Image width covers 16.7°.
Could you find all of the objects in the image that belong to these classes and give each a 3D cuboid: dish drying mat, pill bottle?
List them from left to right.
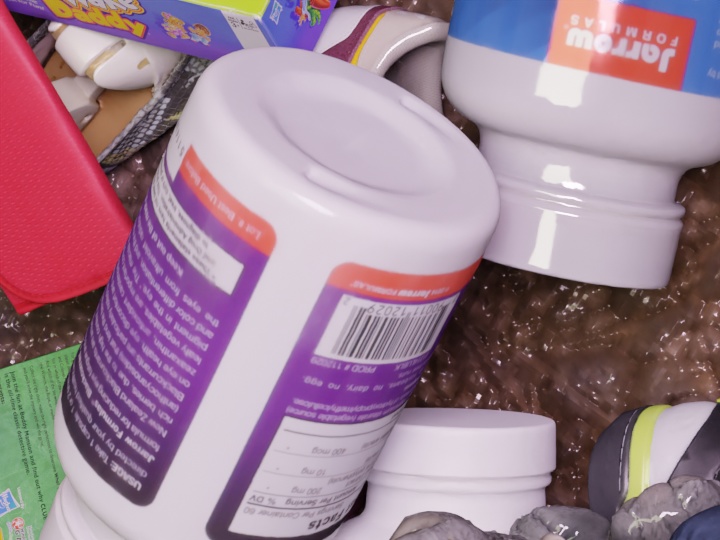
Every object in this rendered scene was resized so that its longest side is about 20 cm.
[{"bbox_3d":[-0.158,-0.076,0.950,0.076,0.018,0.201,-20,106,34],"label":"dish drying mat"},{"bbox_3d":[-0.040,0.034,0.847,0.111,0.111,0.201,39,120,21],"label":"pill bottle"},{"bbox_3d":[0.033,0.154,0.902,0.104,0.104,0.202,3,93,28],"label":"pill bottle"},{"bbox_3d":[0.090,-0.100,0.859,0.112,0.112,0.202,14,98,27],"label":"pill bottle"}]

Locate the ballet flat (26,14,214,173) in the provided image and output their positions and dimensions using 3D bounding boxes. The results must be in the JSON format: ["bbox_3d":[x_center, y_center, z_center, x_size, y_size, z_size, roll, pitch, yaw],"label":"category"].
[{"bbox_3d":[-0.111,-0.074,0.991,0.200,0.072,0.072,-45,72,21],"label":"ballet flat"}]

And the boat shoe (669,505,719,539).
[{"bbox_3d":[0.109,0.162,0.658,0.084,0.068,0.201,18,126,65],"label":"boat shoe"}]

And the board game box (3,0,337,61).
[{"bbox_3d":[-0.087,-0.160,0.955,0.199,0.045,0.135,15,69,26],"label":"board game box"}]

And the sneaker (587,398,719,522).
[{"bbox_3d":[0.134,0.138,0.867,0.082,0.072,0.202,-10,87,26],"label":"sneaker"}]

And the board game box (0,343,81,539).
[{"bbox_3d":[-0.098,0.121,0.960,0.104,0.023,0.201,-17,63,3],"label":"board game box"}]

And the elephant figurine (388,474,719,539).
[{"bbox_3d":[0.088,0.136,0.747,0.154,0.200,0.143,-6,86,2],"label":"elephant figurine"}]

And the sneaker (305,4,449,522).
[{"bbox_3d":[0.000,0.000,0.931,0.090,0.075,0.202,-2,92,33],"label":"sneaker"}]
